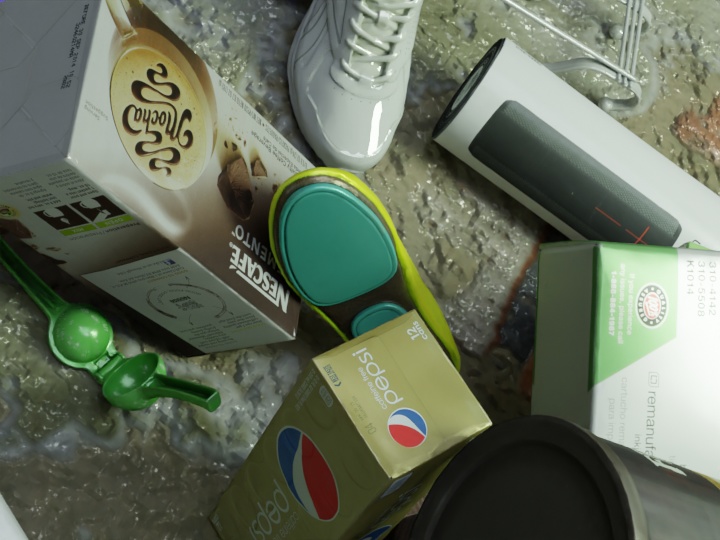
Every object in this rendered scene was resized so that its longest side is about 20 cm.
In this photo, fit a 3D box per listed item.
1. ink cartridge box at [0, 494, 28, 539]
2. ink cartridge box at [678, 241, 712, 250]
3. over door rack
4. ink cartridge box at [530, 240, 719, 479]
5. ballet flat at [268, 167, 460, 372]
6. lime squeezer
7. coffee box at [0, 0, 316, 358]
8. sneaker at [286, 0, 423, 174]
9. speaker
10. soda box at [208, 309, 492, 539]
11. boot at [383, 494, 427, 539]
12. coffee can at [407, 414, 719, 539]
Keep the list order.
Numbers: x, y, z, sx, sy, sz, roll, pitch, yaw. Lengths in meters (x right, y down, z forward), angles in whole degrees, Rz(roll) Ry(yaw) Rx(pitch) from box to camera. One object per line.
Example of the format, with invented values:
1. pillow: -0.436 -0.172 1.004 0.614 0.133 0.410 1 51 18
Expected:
1. ink cartridge box: -0.274 0.132 0.707 0.199 0.084 0.145 -28 79 -32
2. ink cartridge box: 0.255 0.062 0.967 0.199 0.117 0.068 19 62 -15
3. over door rack: 0.123 -0.216 1.054 0.200 0.066 0.149 33 55 -33
4. ink cartridge box: 0.198 0.063 0.839 0.199 0.084 0.147 3 87 -17
5. ballet flat: 0.000 0.000 0.862 0.066 0.200 0.067 -23 44 11
6. lime squeezer: -0.144 0.038 0.828 0.200 0.071 0.038 35 79 28
7. coffee box: -0.110 -0.048 0.811 0.200 0.079 0.114 43 45 -48
8. sneaker: 0.005 -0.161 0.946 0.077 0.099 0.201 8 85 -14
9. speaker: 0.148 -0.060 0.997 0.200 0.081 0.081 36 57 -7
10. soda box: -0.012 0.102 0.774 0.064 0.200 0.068 -25 72 -32
11. boot: 0.106 0.170 0.851 0.154 0.074 0.201 -10 57 -22
12. coffee can: 0.137 0.162 0.702 0.199 0.146 0.147 22 58 -34
